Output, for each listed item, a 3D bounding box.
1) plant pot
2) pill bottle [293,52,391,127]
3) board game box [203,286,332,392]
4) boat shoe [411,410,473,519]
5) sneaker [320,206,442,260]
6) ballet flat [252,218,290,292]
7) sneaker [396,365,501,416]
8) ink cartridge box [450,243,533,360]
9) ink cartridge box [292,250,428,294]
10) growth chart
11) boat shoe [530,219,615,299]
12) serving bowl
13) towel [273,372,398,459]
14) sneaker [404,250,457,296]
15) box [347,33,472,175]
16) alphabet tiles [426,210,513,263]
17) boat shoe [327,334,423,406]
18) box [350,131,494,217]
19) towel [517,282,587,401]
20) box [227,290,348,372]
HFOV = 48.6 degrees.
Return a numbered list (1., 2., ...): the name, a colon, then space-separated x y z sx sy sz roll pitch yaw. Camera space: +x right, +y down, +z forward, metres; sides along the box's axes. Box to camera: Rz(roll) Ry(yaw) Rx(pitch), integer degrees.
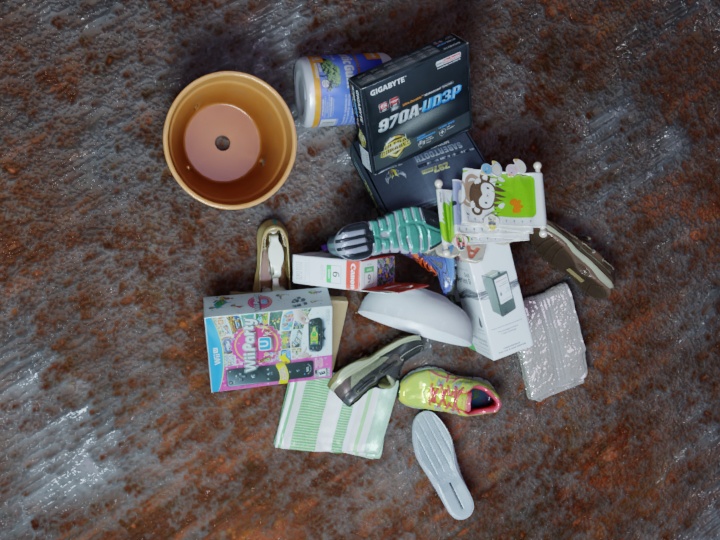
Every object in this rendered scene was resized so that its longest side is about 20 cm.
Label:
1. plant pot: -0.207 -0.200 1.240 0.197 0.140 0.203 -2 98 -15
2. pill bottle: -0.003 -0.296 1.301 0.197 0.112 0.114 -8 99 -15
3. board game box: -0.146 0.110 1.276 0.197 0.064 0.149 -5 122 -10
4. boat shoe: 0.142 0.355 1.451 0.073 0.067 0.202 -18 80 -8
5. sneaker: 0.037 -0.059 1.264 0.198 0.087 0.075 -7 93 -27
6. ballet flat: -0.146 0.017 1.325 0.068 0.063 0.203 -6 99 -15
7. sneaker: 0.163 0.221 1.426 0.197 0.090 0.079 4 98 -15
8. ink cartridge box: 0.213 0.036 1.389 0.083 0.146 0.202 -19 101 -13
9. ink cartridge box: 0.000 0.000 1.284 0.109 0.198 0.051 -10 103 -57
10. growth chart: 0.211 -0.106 1.284 0.197 0.018 0.147 -9 81 -12
11. boat shoe: 0.395 -0.035 1.480 0.202 0.074 0.075 42 61 -16
12. serving bowl: 0.098 0.068 1.336 0.198 0.200 0.067 20 83 -17
13. towel: -0.042 0.253 1.394 0.198 0.023 0.154 10 103 -18
14. sneaker: 0.106 -0.036 1.355 0.078 0.076 0.201 -25 61 -3
15. box: 0.083 -0.262 1.263 0.198 0.046 0.160 -27 135 -17
16. alphabet tiles: 0.162 -0.103 1.333 0.198 0.015 0.197 13 57 10
17. boat shoe: 0.036 0.174 1.367 0.199 0.072 0.066 -22 68 -34
18. box: 0.101 -0.171 1.335 0.198 0.051 0.159 -19 63 -12
19. towel: 0.353 0.137 1.500 0.131 0.034 0.202 -20 102 -14
20. box: -0.130 0.112 1.333 0.197 0.021 0.165 3 119 -17
